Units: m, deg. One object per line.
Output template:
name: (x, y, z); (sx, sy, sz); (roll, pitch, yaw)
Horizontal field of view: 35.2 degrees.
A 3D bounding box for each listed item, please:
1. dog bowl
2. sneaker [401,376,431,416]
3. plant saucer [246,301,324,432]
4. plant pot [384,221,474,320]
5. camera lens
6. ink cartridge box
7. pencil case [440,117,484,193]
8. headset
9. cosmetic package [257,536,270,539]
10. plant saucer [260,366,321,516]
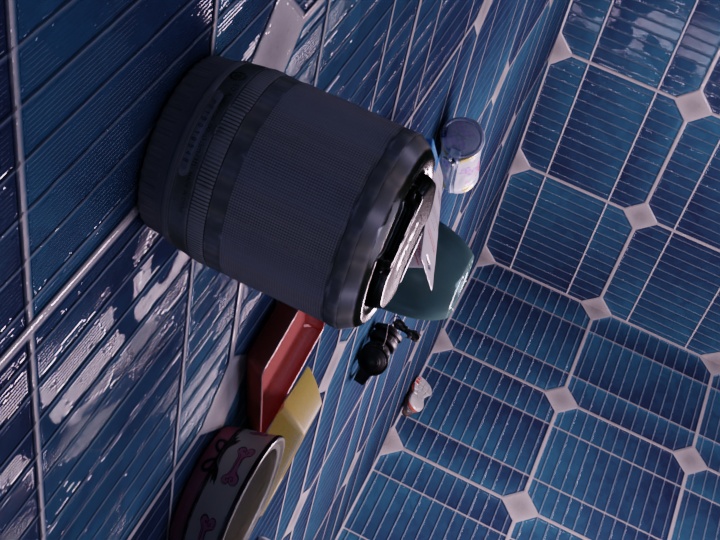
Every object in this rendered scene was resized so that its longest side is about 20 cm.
dog bowl: (-0.171, 0.288, 1.438); (0.200, 0.073, 0.203); (24, 89, -81)
sneaker: (0.181, 0.432, 3.870); (0.082, 0.077, 0.200); (-40, -177, 28)
plant saucer: (-0.099, 0.096, 1.490); (0.201, 0.036, 0.201); (98, 18, -57)
plant pot: (0.114, -0.003, 2.073); (0.201, 0.159, 0.203); (24, 90, -80)
camera lens: (-0.051, -0.060, 0.875); (0.162, 0.197, 0.160); (-65, 171, 0)
ink cartridge box: (0.079, -0.083, 1.717); (0.116, 0.067, 0.203); (66, 27, -59)
pencil case: (0.192, -0.218, 2.178); (0.200, 0.082, 0.092); (80, 19, -75)
headset: (0.052, 0.166, 2.344); (0.124, 0.093, 0.201); (-58, 179, -43)
cosmetic package: (-0.115, 0.575, 2.063); (0.103, 0.197, 0.071); (-64, 170, -12)
plant saucer: (-0.117, 0.258, 1.630); (0.202, 0.048, 0.200); (-63, 179, 14)
